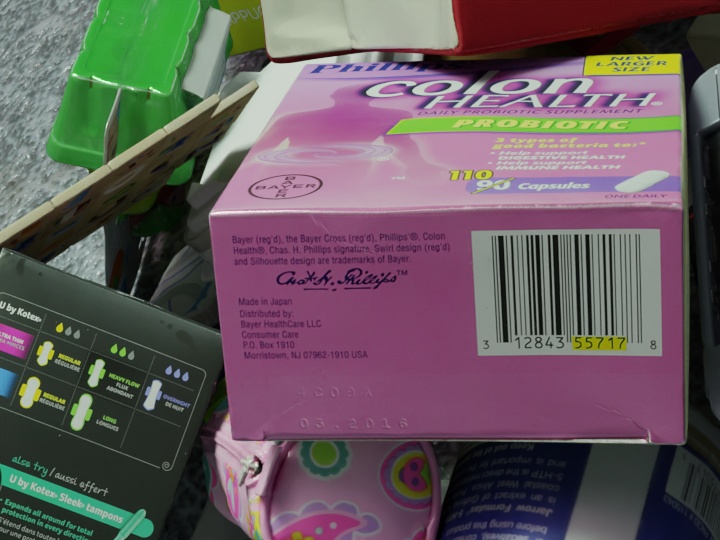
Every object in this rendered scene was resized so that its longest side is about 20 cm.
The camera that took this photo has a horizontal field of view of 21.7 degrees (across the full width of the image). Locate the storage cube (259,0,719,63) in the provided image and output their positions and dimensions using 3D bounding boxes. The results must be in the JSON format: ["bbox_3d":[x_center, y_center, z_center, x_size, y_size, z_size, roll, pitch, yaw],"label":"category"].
[{"bbox_3d":[0.060,-0.195,0.895,0.179,0.201,0.171,-13,12,-32],"label":"storage cube"}]

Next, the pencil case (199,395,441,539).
[{"bbox_3d":[-0.023,0.090,0.845,0.087,0.087,0.200,-46,8,-7],"label":"pencil case"}]

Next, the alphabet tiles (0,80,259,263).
[{"bbox_3d":[-0.142,-0.032,0.978,0.200,0.006,0.166,-35,-1,-19],"label":"alphabet tiles"}]

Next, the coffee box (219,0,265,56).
[{"bbox_3d":[-0.034,-0.284,1.222,0.199,0.200,0.198,-6,39,42],"label":"coffee box"}]

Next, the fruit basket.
[{"bbox_3d":[-0.127,-0.082,1.161,0.093,0.201,0.186,7,49,7],"label":"fruit basket"}]

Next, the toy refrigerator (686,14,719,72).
[{"bbox_3d":[0.264,-0.105,0.903,0.199,0.076,0.070,13,62,49],"label":"toy refrigerator"}]

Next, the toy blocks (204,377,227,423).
[{"bbox_3d":[0.000,0.000,1.028,0.200,0.100,0.137,-40,24,13],"label":"toy blocks"}]

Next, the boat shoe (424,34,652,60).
[{"bbox_3d":[0.102,-0.099,1.046,0.200,0.069,0.074,22,77,48],"label":"boat shoe"}]

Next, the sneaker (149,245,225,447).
[{"bbox_3d":[-0.098,0.034,1.099,0.086,0.075,0.200,3,46,51],"label":"sneaker"}]

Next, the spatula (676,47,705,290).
[{"bbox_3d":[0.172,-0.039,0.962,0.056,0.021,0.201,-25,40,23],"label":"spatula"}]

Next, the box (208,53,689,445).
[{"bbox_3d":[0.047,-0.016,0.777,0.175,0.097,0.200,0,21,10],"label":"box"}]

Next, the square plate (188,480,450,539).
[{"bbox_3d":[-0.030,0.190,0.902,0.197,0.028,0.201,-5,49,38],"label":"square plate"}]

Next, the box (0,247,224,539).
[{"bbox_3d":[-0.159,0.111,0.935,0.149,0.124,0.201,139,151,-75],"label":"box"}]

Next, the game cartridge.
[{"bbox_3d":[0.185,0.020,0.795,0.040,0.133,0.201,-26,37,30],"label":"game cartridge"}]

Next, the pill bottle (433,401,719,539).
[{"bbox_3d":[0.077,0.150,0.770,0.119,0.120,0.201,-7,48,37],"label":"pill bottle"}]

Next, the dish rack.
[{"bbox_3d":[-0.035,-0.095,1.071,0.171,0.044,0.200,-38,21,24],"label":"dish rack"}]
